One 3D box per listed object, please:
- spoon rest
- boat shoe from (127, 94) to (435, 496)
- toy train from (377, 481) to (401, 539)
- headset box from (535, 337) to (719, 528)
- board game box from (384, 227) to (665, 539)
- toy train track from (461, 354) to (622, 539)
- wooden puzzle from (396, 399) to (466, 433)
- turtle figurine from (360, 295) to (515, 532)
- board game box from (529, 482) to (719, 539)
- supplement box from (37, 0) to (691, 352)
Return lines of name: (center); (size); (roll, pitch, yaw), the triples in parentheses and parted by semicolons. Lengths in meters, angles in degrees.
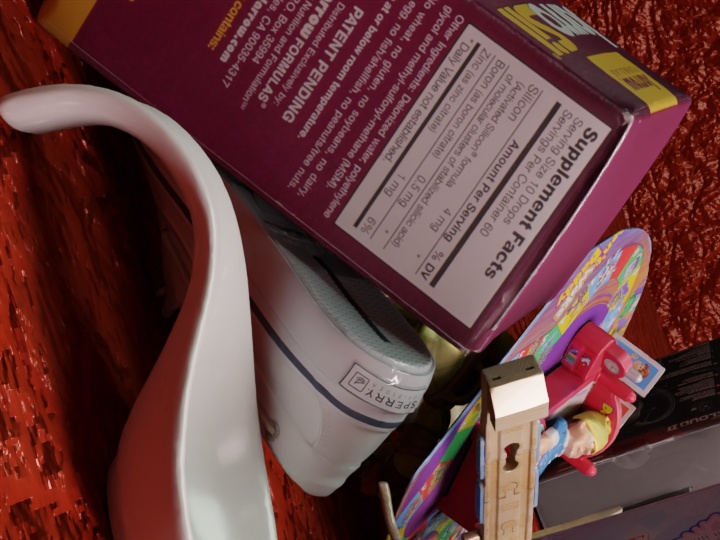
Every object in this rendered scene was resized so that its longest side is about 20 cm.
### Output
spoon rest: (-0.058, 0.031, 0.715); (0.099, 0.060, 0.201); (8, 63, -77)
boat shoe: (-0.047, -0.001, 0.812); (0.073, 0.067, 0.200); (21, 24, -39)
toy train: (0.050, 0.193, 0.953); (0.116, 0.084, 0.201); (85, -15, -71)
headset box: (0.198, 0.130, 1.549); (0.200, 0.148, 0.078); (-72, 141, -73)
board game box: (0.086, 0.074, 1.014); (0.039, 0.200, 0.158); (35, -9, 19)
toy train track: (0.066, 0.111, 0.956); (0.201, 0.114, 0.033); (87, -17, -50)
wooden puzzle: (0.000, 0.000, 1.118); (0.200, 0.037, 0.186); (40, 33, -60)
turtle figurine: (0.024, 0.038, 0.970); (0.161, 0.064, 0.201); (14, 99, -54)
board game box: (0.061, 0.156, 0.731); (0.200, 0.199, 0.041); (-83, 153, -64)
supplement box: (0.005, -0.076, 0.815); (0.200, 0.104, 0.131); (37, 15, 9)
